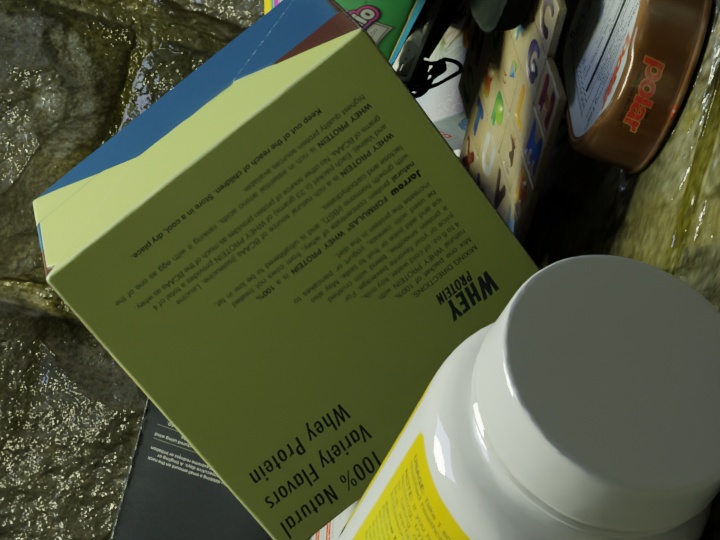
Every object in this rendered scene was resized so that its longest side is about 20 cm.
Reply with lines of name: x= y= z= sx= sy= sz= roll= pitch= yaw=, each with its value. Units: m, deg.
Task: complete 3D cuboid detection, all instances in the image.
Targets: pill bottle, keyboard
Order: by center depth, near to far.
pill bottle: x=0.064 y=0.089 z=0.710 sx=0.200 sy=0.114 sz=0.115 roll=116 pitch=170 yaw=-52
keyboard: x=0.056 y=-0.153 z=1.175 sx=0.104 sy=0.039 sz=0.200 roll=-62 pitch=-1 yaw=20

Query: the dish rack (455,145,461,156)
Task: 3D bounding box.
dish rack: x=0.094 y=-0.125 z=1.357 sx=0.172 sy=0.043 sz=0.201 roll=130 pitch=158 yaw=-74

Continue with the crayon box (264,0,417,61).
crayon box: x=-0.009 y=-0.199 z=1.136 sx=0.200 sy=0.058 sz=0.173 roll=117 pitch=155 yaw=-52

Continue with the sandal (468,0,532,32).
sandal: x=0.079 y=-0.204 z=0.989 sx=0.201 sy=0.048 sz=0.076 roll=104 pitch=152 yaw=-47

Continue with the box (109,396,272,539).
box: x=-0.096 y=0.135 z=1.260 sx=0.200 sy=0.103 sz=0.183 roll=-74 pitch=2 yaw=-73

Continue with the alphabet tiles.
alphabet tiles: x=0.086 y=-0.104 z=1.097 sx=0.201 sy=0.006 sz=0.167 roll=102 pitch=164 yaw=-45

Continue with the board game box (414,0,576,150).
board game box: x=0.097 y=-0.184 z=1.260 sx=0.200 sy=0.041 sz=0.201 roll=-13 pitch=57 yaw=62

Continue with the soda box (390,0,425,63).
soda box: x=0.017 y=-0.203 z=1.288 sx=0.064 sy=0.067 sz=0.201 roll=-85 pitch=18 yaw=-52

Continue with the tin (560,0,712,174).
tin: x=0.142 y=-0.127 z=0.993 sx=0.200 sy=0.042 sz=0.113 roll=-85 pitch=10 yaw=-63

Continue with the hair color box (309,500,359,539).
hair color box: x=0.014 y=0.145 z=1.134 sx=0.111 sy=0.064 sz=0.201 roll=-87 pitch=17 yaw=-61

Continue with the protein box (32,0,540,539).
protein box: x=-0.032 y=-0.005 z=0.992 sx=0.198 sy=0.200 sz=0.135 roll=-38 pitch=22 yaw=2
